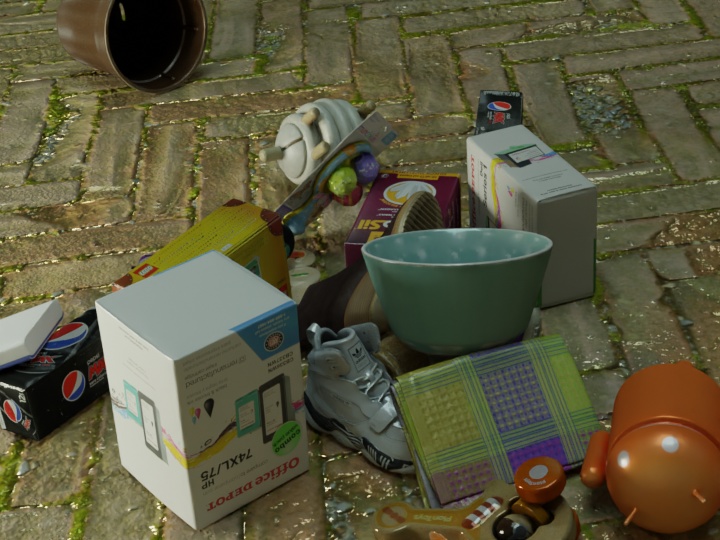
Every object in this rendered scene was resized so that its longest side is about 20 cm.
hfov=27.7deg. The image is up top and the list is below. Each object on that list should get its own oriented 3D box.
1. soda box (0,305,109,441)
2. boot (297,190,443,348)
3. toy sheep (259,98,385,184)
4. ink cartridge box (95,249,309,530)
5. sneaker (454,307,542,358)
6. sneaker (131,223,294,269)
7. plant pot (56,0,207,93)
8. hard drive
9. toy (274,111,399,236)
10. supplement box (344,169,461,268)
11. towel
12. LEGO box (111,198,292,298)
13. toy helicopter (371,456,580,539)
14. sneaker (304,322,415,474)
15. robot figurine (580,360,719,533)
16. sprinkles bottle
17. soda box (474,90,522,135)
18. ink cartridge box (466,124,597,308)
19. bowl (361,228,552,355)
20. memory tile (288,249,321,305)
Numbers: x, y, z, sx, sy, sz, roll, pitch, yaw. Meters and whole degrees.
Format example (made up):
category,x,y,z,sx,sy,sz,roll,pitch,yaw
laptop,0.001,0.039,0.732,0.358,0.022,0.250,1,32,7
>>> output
category,x,y,z,sx,sy,sz,roll,pitch,yaw
soda box,-0.313,0.104,1.618,0.063,0.071,0.200,11,33,34
boot,0.000,0.000,1.666,0.165,0.072,0.201,-13,42,41
toy sheep,-0.049,-0.174,2.006,0.198,0.139,0.138,-6,27,-30
ink cartridge box,-0.153,0.116,1.443,0.146,0.202,0.146,-25,37,-32
sneaker,0.140,0.100,1.562,0.098,0.070,0.201,2,30,15
sneaker,-0.183,-0.025,1.795,0.198,0.075,0.087,-17,27,-19
plant pot,-0.388,-0.405,2.416,0.199,0.202,0.197,-27,29,-34
hard drive,-0.436,0.096,1.615,0.198,0.026,0.132,-20,17,11
toy,-0.026,-0.104,1.842,0.200,0.115,0.047,-41,73,7
supplement box,0.056,-0.042,1.805,0.109,0.086,0.200,3,31,13
towel,0.134,0.149,1.446,0.198,0.023,0.145,-16,74,-17
LEGO box,-0.168,0.036,1.622,0.077,0.150,0.200,19,41,33
toy helicopter,0.099,0.243,1.338,0.198,0.079,0.133,-3,37,26
sneaker,0.015,0.126,1.487,0.199,0.116,0.075,21,38,37
robot figurine,0.292,0.166,1.377,0.142,0.117,0.200,19,33,3
sprinkles bottle,0.083,0.074,1.618,0.068,0.069,0.199,19,38,36
soda box,0.191,-0.181,2.026,0.063,0.071,0.201,2,29,8
ink cartridge box,0.205,-0.069,1.771,0.083,0.146,0.200,-13,31,-16
bowl,0.102,0.023,1.517,0.198,0.106,0.201,-3,12,1
memory tile,-0.145,0.021,1.796,0.198,0.017,0.154,-7,30,-5
